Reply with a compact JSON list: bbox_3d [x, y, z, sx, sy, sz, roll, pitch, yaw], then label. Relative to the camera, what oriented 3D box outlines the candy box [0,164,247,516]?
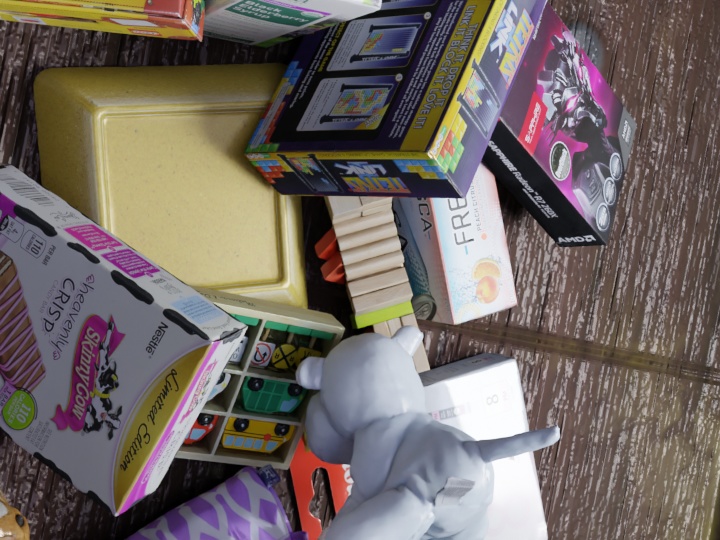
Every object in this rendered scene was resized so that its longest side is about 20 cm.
[{"bbox_3d":[-0.192,0.041,0.761,0.200,0.061,0.137,32,105,10],"label":"candy box"}]

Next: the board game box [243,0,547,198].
[{"bbox_3d":[0.029,-0.146,0.844,0.057,0.165,0.201,48,58,-43],"label":"board game box"}]

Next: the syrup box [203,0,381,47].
[{"bbox_3d":[-0.059,-0.208,0.805,0.078,0.200,0.082,6,91,-26],"label":"syrup box"}]

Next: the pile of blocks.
[{"bbox_3d":[0.000,0.000,0.917,0.062,0.082,0.201,-15,112,-6],"label":"pile of blocks"}]

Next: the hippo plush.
[{"bbox_3d":[0.006,0.130,0.835,0.159,0.200,0.161,-23,62,-26],"label":"hippo plush"}]

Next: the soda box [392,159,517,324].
[{"bbox_3d":[0.065,-0.062,0.946,0.063,0.068,0.201,-15,99,-25],"label":"soda box"}]

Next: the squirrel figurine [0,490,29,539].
[{"bbox_3d":[-0.321,0.185,0.766,0.200,0.142,0.187,-49,122,1],"label":"squirrel figurine"}]

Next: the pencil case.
[{"bbox_3d":[-0.135,0.225,0.863,0.200,0.085,0.084,-30,138,-18],"label":"pencil case"}]

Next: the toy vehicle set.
[{"bbox_3d":[-0.121,0.075,0.860,0.199,0.027,0.125,12,107,-31],"label":"toy vehicle set"}]

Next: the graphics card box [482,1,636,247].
[{"bbox_3d":[0.146,-0.121,0.943,0.200,0.051,0.126,43,56,-41],"label":"graphics card box"}]

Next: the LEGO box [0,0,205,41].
[{"bbox_3d":[-0.197,-0.236,0.764,0.199,0.077,0.150,7,91,0],"label":"LEGO box"}]

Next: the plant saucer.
[{"bbox_3d":[-0.127,-0.051,0.868,0.199,0.048,0.201,-6,96,-24],"label":"plant saucer"}]

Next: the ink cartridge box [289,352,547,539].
[{"bbox_3d":[0.049,0.171,0.968,0.199,0.057,0.163,-16,100,-28],"label":"ink cartridge box"}]
